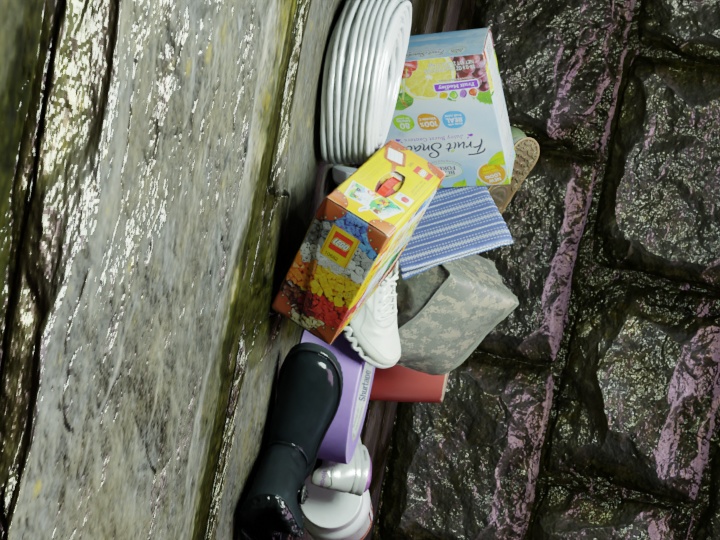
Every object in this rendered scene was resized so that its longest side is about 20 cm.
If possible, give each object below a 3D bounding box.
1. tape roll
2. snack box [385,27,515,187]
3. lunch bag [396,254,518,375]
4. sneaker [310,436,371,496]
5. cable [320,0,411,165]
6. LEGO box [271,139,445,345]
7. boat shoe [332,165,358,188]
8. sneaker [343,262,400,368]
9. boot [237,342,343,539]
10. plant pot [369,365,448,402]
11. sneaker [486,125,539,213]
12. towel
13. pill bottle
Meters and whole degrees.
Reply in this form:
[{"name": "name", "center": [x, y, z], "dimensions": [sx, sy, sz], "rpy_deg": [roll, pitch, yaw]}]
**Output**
[{"name": "tape roll", "center": [-0.035, 0.148, 1.457], "dimensions": [0.200, 0.085, 0.201], "rpy_deg": [12, 90, -82]}, {"name": "snack box", "center": [0.099, -0.200, 1.414], "dimensions": [0.068, 0.168, 0.200], "rpy_deg": [-72, 152, -43]}, {"name": "lunch bag", "center": [0.101, 0.062, 1.626], "dimensions": [0.200, 0.164, 0.118], "rpy_deg": [-49, -135, 22]}, {"name": "sneaker", "center": [-0.047, 0.236, 1.556], "dimensions": [0.200, 0.099, 0.075], "rpy_deg": [-117, -143, -62]}, {"name": "cable", "center": [0.006, -0.215, 1.250], "dimensions": [0.200, 0.069, 0.201], "rpy_deg": [-67, 166, -61]}, {"name": "LEGO box", "center": [0.001, -0.035, 1.192], "dimensions": [0.149, 0.077, 0.200], "rpy_deg": [-62, 173, 31]}, {"name": "boat shoe", "center": [-0.004, -0.096, 1.413], "dimensions": [0.200, 0.070, 0.067], "rpy_deg": [-88, -173, -86]}, {"name": "sneaker", "center": [0.013, 0.023, 1.348], "dimensions": [0.075, 0.081, 0.201], "rpy_deg": [-25, 99, -51]}, {"name": "boot", "center": [-0.077, 0.203, 1.225], "dimensions": [0.168, 0.076, 0.201], "rpy_deg": [-74, 179, -61]}, {"name": "plant pot", "center": [0.069, 0.140, 1.907], "dimensions": [0.200, 0.177, 0.201], "rpy_deg": [11, 90, -84]}, {"name": "sneaker", "center": [0.160, -0.116, 1.537], "dimensions": [0.200, 0.067, 0.090], "rpy_deg": [-53, -142, 12]}, {"name": "towel", "center": [0.103, -0.061, 1.413], "dimensions": [0.200, 0.144, 0.024], "rpy_deg": [-105, 177, -59]}, {"name": "pill bottle", "center": [-0.038, 0.350, 1.650], "dimensions": [0.200, 0.109, 0.110], "rpy_deg": [83, 20, -69]}]
